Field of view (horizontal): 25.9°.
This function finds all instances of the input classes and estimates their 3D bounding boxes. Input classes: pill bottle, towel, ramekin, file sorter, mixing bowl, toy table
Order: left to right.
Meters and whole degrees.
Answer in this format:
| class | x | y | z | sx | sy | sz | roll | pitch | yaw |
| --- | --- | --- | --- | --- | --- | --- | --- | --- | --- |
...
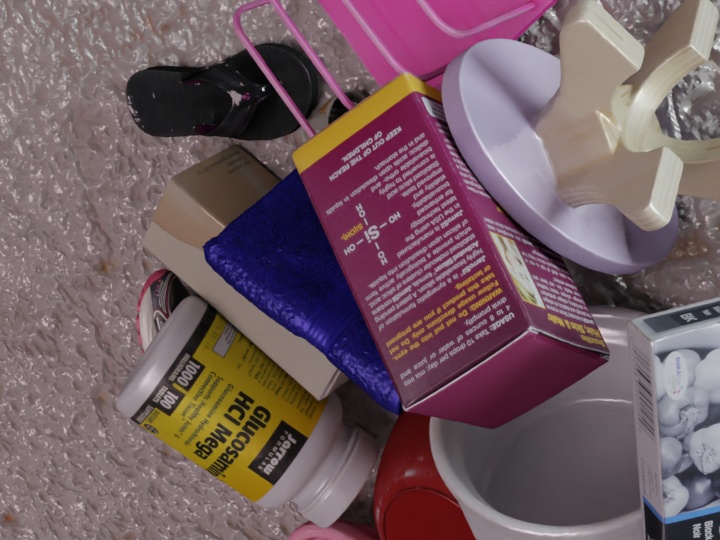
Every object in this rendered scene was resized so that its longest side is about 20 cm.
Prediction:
| class | x | y | z | sx | sy | sz | roll | pitch | yaw |
| --- | --- | --- | --- | --- | --- | --- | --- | --- | --- |
| pill bottle | -0.088 | 0.119 | 1.267 | 0.200 | 0.113 | 0.112 | 35 | 131 | -8 |
| towel | 0.000 | 0.000 | 1.167 | 0.200 | 0.148 | 0.050 | 36 | 145 | 18 |
| file sorter | 0.027 | -0.192 | 1.060 | 0.139 | 0.125 | 0.200 | 54 | 131 | 6 |
| mixing bowl | 0.085 | 0.188 | 1.226 | 0.199 | 0.108 | 0.201 | 17 | 122 | 29 |
| ramekin | 0.155 | 0.128 | 1.085 | 0.200 | 0.201 | 0.098 | 13 | 141 | 31 |
| toy table | 0.162 | -0.087 | 0.994 | 0.200 | 0.185 | 0.117 | 27 | 147 | -29 |

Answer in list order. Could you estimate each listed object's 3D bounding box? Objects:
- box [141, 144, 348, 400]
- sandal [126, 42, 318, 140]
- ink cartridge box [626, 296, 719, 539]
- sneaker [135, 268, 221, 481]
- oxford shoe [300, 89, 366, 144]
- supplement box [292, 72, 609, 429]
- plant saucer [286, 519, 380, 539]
| class | x | y | z | sx | sy | sz | roll | pitch | yaw |
| --- | --- | --- | --- | --- | --- | --- | --- | --- | --- |
| box | -0.067 | 0.000 | 1.253 | 0.200 | 0.095 | 0.078 | 39 | 129 | 12 |
| sandal | -0.118 | -0.133 | 1.252 | 0.200 | 0.048 | 0.076 | -4 | 110 | 38 |
| ink cartridge box | 0.266 | 0.098 | 0.957 | 0.043 | 0.199 | 0.199 | -124 | 22 | -62 |
| sneaker | -0.124 | 0.084 | 1.353 | 0.074 | 0.081 | 0.200 | -22 | 106 | 26 |
| oxford shoe | 0.036 | -0.064 | 1.159 | 0.200 | 0.075 | 0.058 | 42 | 134 | 19 |
| supplement box | 0.059 | -0.010 | 1.029 | 0.103 | 0.131 | 0.201 | -34 | 64 | 21 |
| plant saucer | 0.016 | 0.295 | 1.345 | 0.200 | 0.051 | 0.201 | 31 | 137 | 34 |
